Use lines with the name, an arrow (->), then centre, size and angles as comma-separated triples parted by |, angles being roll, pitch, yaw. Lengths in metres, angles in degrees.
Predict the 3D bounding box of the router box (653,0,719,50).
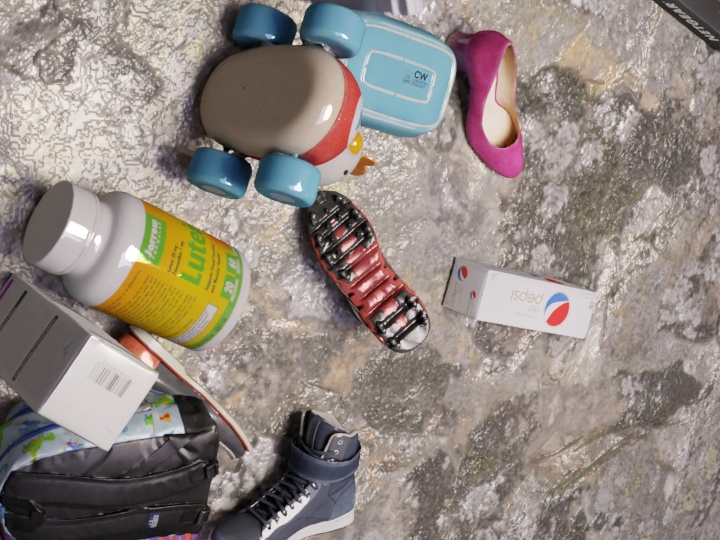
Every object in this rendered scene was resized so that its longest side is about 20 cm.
router box -> 0.460, -0.399, 1.490 | 0.199, 0.052, 0.159 | 22, 91, -38

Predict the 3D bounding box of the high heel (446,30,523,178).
high heel -> 0.167, -0.186, 1.314 | 0.067, 0.096, 0.201 | -34, 121, -23

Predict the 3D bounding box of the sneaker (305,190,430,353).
sneaker -> 0.000, 0.000, 1.268 | 0.071, 0.098, 0.201 | -36, 99, -7

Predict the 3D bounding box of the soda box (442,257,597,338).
soda box -> 0.202, 0.036, 1.423 | 0.199, 0.068, 0.064 | 10, 98, -37

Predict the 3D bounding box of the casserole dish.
casserole dish -> 0.033, -0.213, 1.246 | 0.199, 0.039, 0.122 | 11, 98, -38

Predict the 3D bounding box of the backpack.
backpack -> -0.253, 0.189, 1.086 | 0.198, 0.154, 0.164 | -15, 135, -32

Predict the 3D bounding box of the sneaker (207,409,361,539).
sneaker -> -0.081, 0.234, 1.265 | 0.201, 0.077, 0.148 | -14, 123, -42

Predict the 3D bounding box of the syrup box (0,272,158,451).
syrup box -> -0.268, 0.076, 1.012 | 0.079, 0.199, 0.082 | 39, 82, -37

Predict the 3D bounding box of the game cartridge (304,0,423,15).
game cartridge -> -0.012, -0.316, 1.080 | 0.041, 0.199, 0.134 | -25, 118, -24

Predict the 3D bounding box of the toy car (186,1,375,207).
toy car -> -0.042, -0.140, 1.144 | 0.199, 0.176, 0.186 | 27, 76, -50

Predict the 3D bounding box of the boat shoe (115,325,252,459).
boat shoe -> -0.187, 0.136, 1.171 | 0.063, 0.071, 0.200 | -47, 123, -11

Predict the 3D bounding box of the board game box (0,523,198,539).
board game box -> -0.267, 0.269, 1.182 | 0.199, 0.032, 0.121 | -20, 119, -30

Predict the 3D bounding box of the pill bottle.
pill bottle -> -0.212, -0.007, 1.084 | 0.199, 0.111, 0.112 | 28, 87, -38
